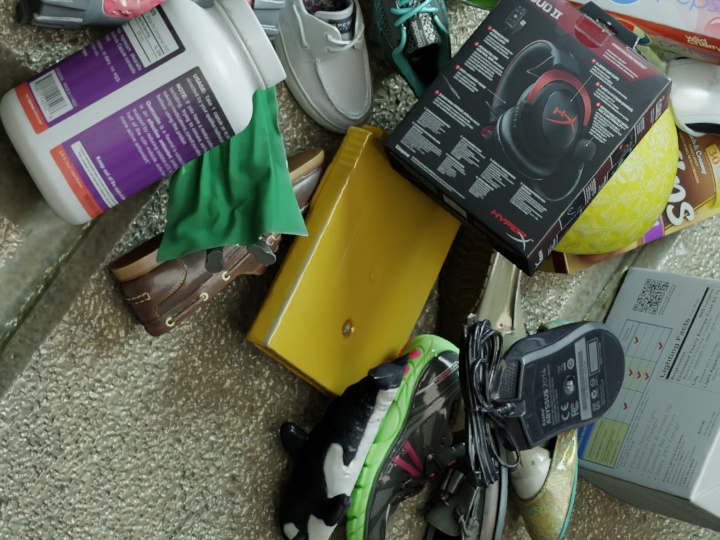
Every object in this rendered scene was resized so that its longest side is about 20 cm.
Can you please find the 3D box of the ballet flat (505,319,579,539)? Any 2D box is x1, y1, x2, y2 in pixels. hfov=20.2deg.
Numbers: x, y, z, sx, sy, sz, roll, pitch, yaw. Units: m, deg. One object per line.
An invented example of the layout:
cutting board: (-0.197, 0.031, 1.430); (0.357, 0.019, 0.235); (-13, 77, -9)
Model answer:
ballet flat: (0.159, 0.140, 1.771); (0.070, 0.071, 0.202); (18, 80, -30)

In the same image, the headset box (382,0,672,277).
headset box: (0.137, -0.122, 1.575); (0.148, 0.075, 0.200); (38, 85, 12)

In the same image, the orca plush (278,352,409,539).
orca plush: (-0.032, 0.143, 1.630); (0.071, 0.201, 0.106); (22, 42, -7)

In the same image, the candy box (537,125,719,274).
candy box: (0.234, -0.083, 1.797); (0.199, 0.056, 0.118); (-21, 104, -29)

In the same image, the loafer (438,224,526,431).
loafer: (0.109, 0.040, 1.730); (0.068, 0.076, 0.202); (7, 101, -32)

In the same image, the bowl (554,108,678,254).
bowl: (0.183, -0.125, 1.677); (0.198, 0.108, 0.202); (8, 59, -13)

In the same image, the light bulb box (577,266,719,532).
light bulb box: (0.300, 0.117, 1.772); (0.124, 0.200, 0.199); (31, 80, -30)

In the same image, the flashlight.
flashlight: (-0.157, -0.212, 1.547); (0.199, 0.068, 0.068); (2, 93, -31)

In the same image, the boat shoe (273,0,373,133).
boat shoe: (-0.028, -0.204, 1.622); (0.072, 0.068, 0.202); (-22, 106, -27)

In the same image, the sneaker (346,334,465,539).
sneaker: (0.042, 0.155, 1.673); (0.083, 0.077, 0.201); (21, 102, -7)

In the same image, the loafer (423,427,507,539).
loafer: (0.080, 0.233, 1.733); (0.062, 0.072, 0.202); (7, 94, -25)

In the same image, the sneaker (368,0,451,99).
sneaker: (0.040, -0.217, 1.602); (0.077, 0.092, 0.201); (-23, 137, -2)

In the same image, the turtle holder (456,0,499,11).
turtle holder: (0.123, -0.287, 1.631); (0.140, 0.185, 0.133); (20, 79, -25)

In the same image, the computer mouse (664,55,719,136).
computer mouse: (0.329, -0.150, 1.786); (0.199, 0.044, 0.111); (0, 81, -56)

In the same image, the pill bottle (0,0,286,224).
pill bottle: (-0.159, -0.126, 1.497); (0.199, 0.112, 0.113); (-30, 110, -3)

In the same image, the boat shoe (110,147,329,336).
boat shoe: (-0.101, -0.023, 1.599); (0.199, 0.070, 0.071); (-33, 104, -15)

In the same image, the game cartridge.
game cartridge: (0.000, 0.000, 1.646); (0.176, 0.032, 0.201); (40, 72, -53)

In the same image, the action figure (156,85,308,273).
action figure: (-0.098, -0.096, 1.560); (0.117, 0.055, 0.201); (-7, 59, 7)

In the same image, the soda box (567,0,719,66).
soda box: (0.266, -0.226, 1.716); (0.070, 0.199, 0.063); (-65, 148, -10)

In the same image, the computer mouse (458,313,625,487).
computer mouse: (0.143, 0.091, 1.688); (0.199, 0.052, 0.140); (-13, 103, -44)
